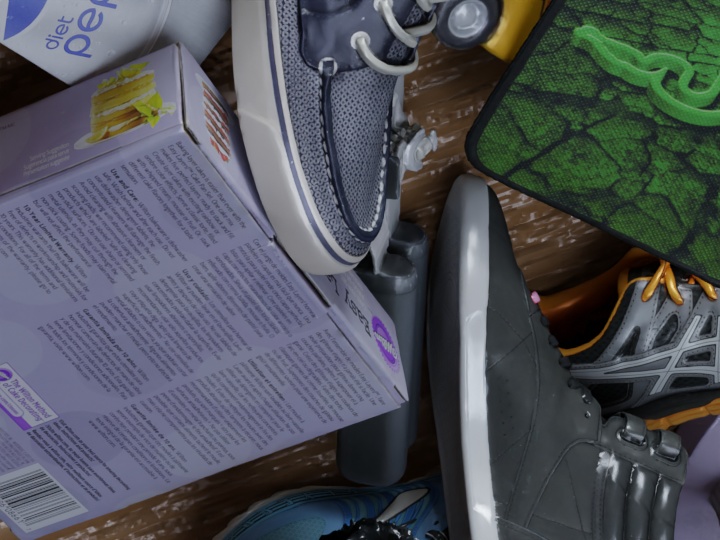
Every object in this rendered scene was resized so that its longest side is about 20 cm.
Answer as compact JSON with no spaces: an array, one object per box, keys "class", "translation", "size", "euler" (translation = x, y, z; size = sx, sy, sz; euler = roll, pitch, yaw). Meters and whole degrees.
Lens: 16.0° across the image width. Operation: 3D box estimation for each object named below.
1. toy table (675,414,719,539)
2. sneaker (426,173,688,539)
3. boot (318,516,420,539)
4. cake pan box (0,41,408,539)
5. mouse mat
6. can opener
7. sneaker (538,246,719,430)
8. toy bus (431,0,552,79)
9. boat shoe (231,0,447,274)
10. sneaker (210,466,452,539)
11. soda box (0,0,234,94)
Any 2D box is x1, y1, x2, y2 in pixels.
[{"class":"toy table","translation":[0.218,0.130,1.233],"size":[0.183,0.117,0.200],"euler":[2,121,-25]},{"class":"sneaker","translation":[0.085,0.056,1.104],"size":[0.099,0.071,0.201],"euler":[-4,82,-10]},{"class":"boot","translation":[-0.020,0.205,1.083],"size":[0.198,0.163,0.073],"euler":[-32,173,39]},{"class":"cake pan box","translation":[-0.101,0.019,1.011],"size":[0.184,0.052,0.200],"euler":[-21,137,18]},{"class":"mouse mat","translation":[0.160,-0.059,1.011],"size":[0.200,0.008,0.161],"euler":[24,126,-11]},{"class":"can opener","translation":[0.000,0.000,1.102],"size":[0.066,0.053,0.200],"euler":[5,123,13]},{"class":"sneaker","translation":[0.151,0.019,1.132],"size":[0.200,0.078,0.077],"euler":[-25,119,20]},{"class":"toy bus","translation":[0.094,-0.107,1.056],"size":[0.200,0.065,0.078],"euler":[29,106,-35]},{"class":"boat shoe","translation":[0.006,-0.101,0.949],"size":[0.093,0.075,0.200],"euler":[-6,94,25]},{"class":"sneaker","translation":[0.015,0.130,1.146],"size":[0.200,0.090,0.079],"euler":[-20,100,-16]},{"class":"soda box","translation":[-0.141,-0.132,0.933],"size":[0.200,0.068,0.063],"euler":[32,105,-36]}]
